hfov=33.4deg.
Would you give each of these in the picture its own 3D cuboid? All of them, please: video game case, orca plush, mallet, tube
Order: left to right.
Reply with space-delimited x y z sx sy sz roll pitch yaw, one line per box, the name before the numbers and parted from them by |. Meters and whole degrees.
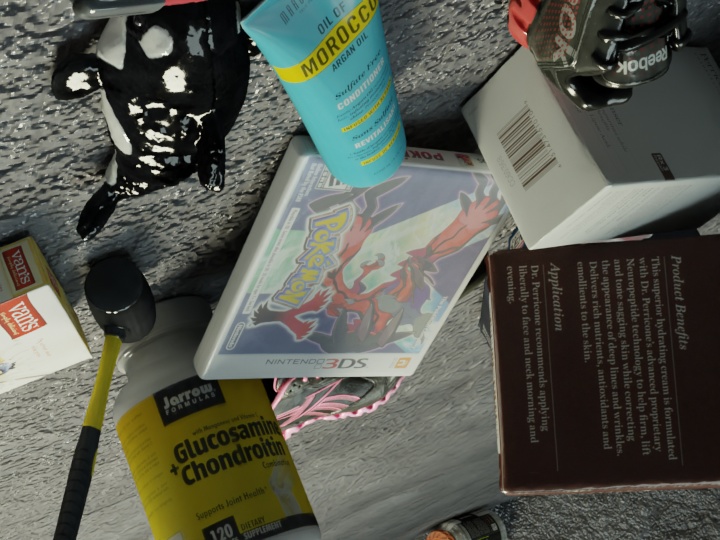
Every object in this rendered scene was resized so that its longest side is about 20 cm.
mallet | -0.166 0.087 0.737 0.041 0.202 0.066 8 150 3
orca plush | -0.095 -0.063 0.578 0.104 0.072 0.200 -9 156 -40
tube | -0.012 -0.105 0.615 0.078 0.050 0.200 -52 161 -10
video game case | 0.000 0.000 0.813 0.180 0.023 0.201 2 132 -33

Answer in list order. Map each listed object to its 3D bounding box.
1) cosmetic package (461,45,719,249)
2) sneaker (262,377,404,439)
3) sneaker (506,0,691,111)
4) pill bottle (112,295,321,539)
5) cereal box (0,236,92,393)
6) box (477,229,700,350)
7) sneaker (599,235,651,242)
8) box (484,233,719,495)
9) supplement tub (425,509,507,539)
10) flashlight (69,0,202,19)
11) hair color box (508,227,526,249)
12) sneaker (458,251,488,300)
cosmetic package | 0.176 -0.086 0.803 0.198 0.114 0.081 -10 158 -41
sneaker | -0.045 0.097 1.100 0.198 0.080 0.096 -27 150 3
sneaker | 0.133 -0.150 0.595 0.070 0.099 0.201 -17 159 -16
pill bottle | -0.113 0.126 0.865 0.111 0.202 0.112 -22 162 -8
cereal box | -0.271 0.055 0.726 0.198 0.040 0.144 -22 162 -9
box | 0.230 0.035 1.189 0.198 0.124 0.199 -24 160 -4
sneaker | 0.248 -0.067 1.002 0.198 0.076 0.105 -5 150 -28
box | 0.192 0.073 0.860 0.197 0.168 0.164 -3 170 6
supplement tub | 0.259 0.668 2.955 0.199 0.124 0.122 -5 154 -45
flashlight | -0.026 -0.143 0.472 0.198 0.069 0.067 -17 -174 -34
hair color box | 0.177 0.056 1.017 0.099 0.202 0.061 9 154 -9
sneaker | 0.004 0.023 0.944 0.198 0.077 0.114 -25 169 -6
